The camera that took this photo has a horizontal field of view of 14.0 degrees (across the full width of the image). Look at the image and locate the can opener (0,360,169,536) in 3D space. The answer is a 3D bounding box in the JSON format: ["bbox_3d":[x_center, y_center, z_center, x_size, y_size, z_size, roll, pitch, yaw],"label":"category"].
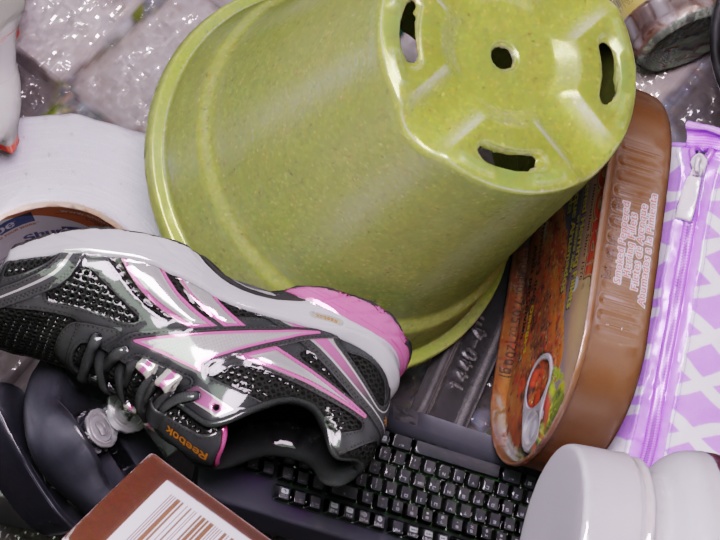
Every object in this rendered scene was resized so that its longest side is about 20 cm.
[{"bbox_3d":[-0.098,0.123,1.377,0.200,0.079,0.063,52,49,-7],"label":"can opener"}]

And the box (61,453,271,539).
[{"bbox_3d":[-0.099,0.187,1.327,0.100,0.200,0.075,35,48,12],"label":"box"}]

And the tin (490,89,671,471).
[{"bbox_3d":[0.107,0.002,1.416,0.042,0.112,0.200,15,69,-12],"label":"tin"}]

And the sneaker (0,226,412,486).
[{"bbox_3d":[-0.077,0.044,1.321,0.200,0.080,0.086,10,53,-2],"label":"sneaker"}]

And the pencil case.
[{"bbox_3d":[0.159,0.031,1.423,0.084,0.086,0.200,7,73,11],"label":"pencil case"}]

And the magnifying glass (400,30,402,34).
[{"bbox_3d":[0.057,-0.162,1.528,0.080,0.022,0.200,8,72,7],"label":"magnifying glass"}]

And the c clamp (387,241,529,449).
[{"bbox_3d":[0.000,0.000,1.443,0.171,0.027,0.200,27,64,-18],"label":"c clamp"}]

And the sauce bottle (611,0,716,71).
[{"bbox_3d":[0.129,-0.202,1.512,0.065,0.065,0.200,-23,73,-3],"label":"sauce bottle"}]

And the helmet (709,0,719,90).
[{"bbox_3d":[0.272,-0.131,1.414,0.200,0.191,0.200,3,49,-3],"label":"helmet"}]

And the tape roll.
[{"bbox_3d":[-0.150,0.026,1.458,0.200,0.066,0.201,-1,72,4],"label":"tape roll"}]

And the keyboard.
[{"bbox_3d":[0.012,0.124,1.389,0.200,0.021,0.127,18,71,-20],"label":"keyboard"}]

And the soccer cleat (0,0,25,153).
[{"bbox_3d":[-0.204,-0.135,1.477,0.069,0.078,0.200,-16,40,0],"label":"soccer cleat"}]

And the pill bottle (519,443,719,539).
[{"bbox_3d":[0.177,0.144,1.312,0.200,0.114,0.114,13,72,-12],"label":"pill bottle"}]

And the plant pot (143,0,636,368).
[{"bbox_3d":[0.027,-0.070,1.356,0.200,0.184,0.201,9,70,-26],"label":"plant pot"}]
